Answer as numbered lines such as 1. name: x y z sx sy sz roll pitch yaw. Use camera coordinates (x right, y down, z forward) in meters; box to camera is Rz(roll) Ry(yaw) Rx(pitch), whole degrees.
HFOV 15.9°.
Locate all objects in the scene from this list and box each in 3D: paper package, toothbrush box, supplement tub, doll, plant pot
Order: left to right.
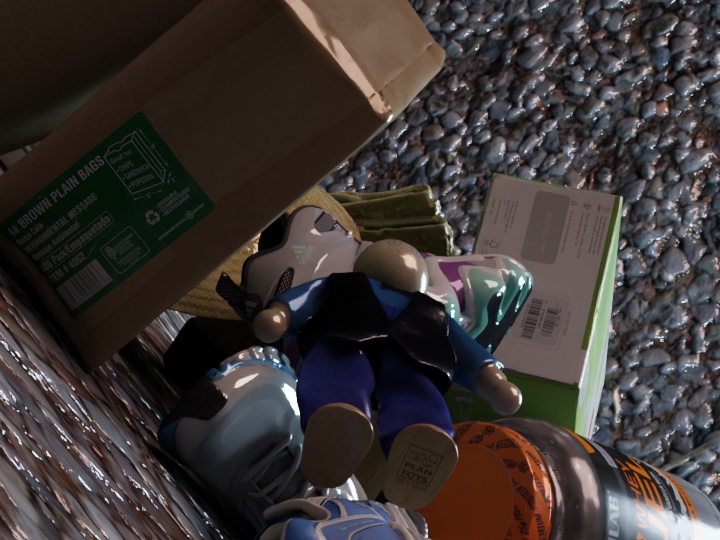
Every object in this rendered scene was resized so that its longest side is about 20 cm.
1. plant pot: -0.164 -0.156 1.392 0.188 0.200 0.187 50 1 -1
2. paper package: -0.072 -0.068 1.264 0.104 0.200 0.191 51 16 -4
3. doll: 0.014 0.044 1.236 0.135 0.049 0.200 15 25 -6
4. toothbrush box: 0.103 0.063 1.577 0.085 0.146 0.201 11 -37 8
5. supplement tub: 0.113 0.154 1.444 0.199 0.123 0.123 24 21 -49

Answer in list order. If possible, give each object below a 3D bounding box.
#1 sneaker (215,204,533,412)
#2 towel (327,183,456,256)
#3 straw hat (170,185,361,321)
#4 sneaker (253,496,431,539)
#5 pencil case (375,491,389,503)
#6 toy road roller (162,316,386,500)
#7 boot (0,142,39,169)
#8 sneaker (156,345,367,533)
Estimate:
1. sneaker: 0.000 0.000 1.400 0.140 0.078 0.200 39 27 21
2. towel: -0.005 0.040 1.643 0.037 0.147 0.201 -75 161 -61
3. straw hat: -0.087 -0.060 1.456 0.201 0.200 0.086 51 -43 45
4. sneaker: -0.014 0.129 1.162 0.077 0.076 0.200 27 -9 -8
5. pencil case: 0.069 0.217 1.543 0.200 0.092 0.085 52 0 -1
6. toy road roller: -0.008 0.063 1.533 0.145 0.123 0.200 18 25 -41
7. boot: -0.175 -0.083 1.598 0.200 0.090 0.073 51 0 -14
8. sneaker: -0.032 0.105 1.281 0.087 0.075 0.200 50 0 29
